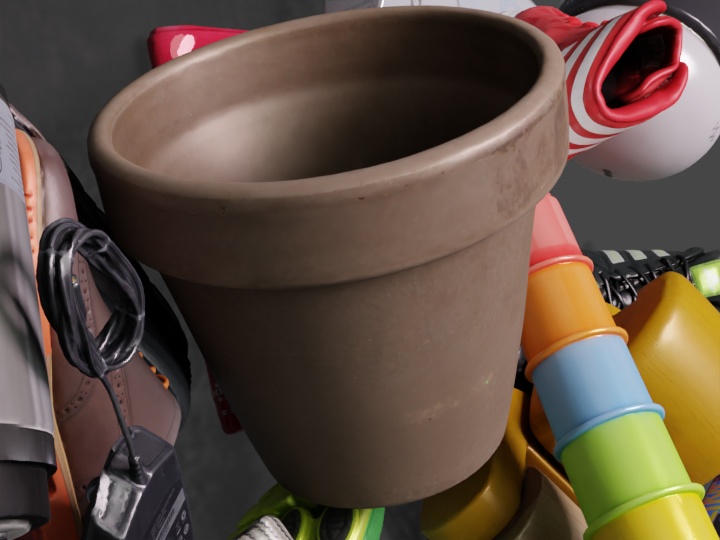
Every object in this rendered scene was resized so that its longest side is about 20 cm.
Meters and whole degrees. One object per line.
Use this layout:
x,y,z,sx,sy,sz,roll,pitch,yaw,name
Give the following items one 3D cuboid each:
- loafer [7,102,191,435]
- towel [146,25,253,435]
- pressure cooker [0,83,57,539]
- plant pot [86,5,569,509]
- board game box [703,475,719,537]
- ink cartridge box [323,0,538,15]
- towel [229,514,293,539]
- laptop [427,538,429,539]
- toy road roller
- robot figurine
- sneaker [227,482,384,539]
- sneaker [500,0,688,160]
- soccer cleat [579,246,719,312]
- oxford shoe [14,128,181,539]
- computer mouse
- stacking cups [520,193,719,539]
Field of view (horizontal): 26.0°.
-0.138,-0.012,0.651,0.201,0.072,0.063,55,23,-23,loafer
-0.032,-0.025,0.783,0.144,0.022,0.202,-4,79,-45,towel
-0.186,0.033,0.496,0.175,0.178,0.202,1,74,-47,pressure cooker
0.000,0.000,0.672,0.200,0.199,0.176,-41,128,-44,plant pot
0.267,0.210,0.976,0.200,0.056,0.166,-44,110,-44,board game box
0.044,-0.085,0.837,0.160,0.047,0.202,29,52,-47,ink cartridge box
-0.057,0.220,0.593,0.199,0.035,0.193,-31,84,-27,towel
0.103,0.255,0.757,0.116,0.198,0.188,78,31,-46,laptop
0.124,0.089,0.777,0.123,0.146,0.200,43,30,-15,toy road roller
0.178,-0.146,0.964,0.150,0.124,0.201,44,49,-21,robot figurine
-0.024,0.180,0.693,0.084,0.074,0.201,40,54,-48,sneaker
0.118,-0.099,0.796,0.079,0.115,0.200,62,26,-20,sneaker
0.170,0.012,0.928,0.199,0.081,0.068,-7,81,-46,soccer cleat
-0.114,0.039,0.614,0.072,0.071,0.202,-17,113,-36,oxford shoe
-0.091,0.061,0.541,0.059,0.034,0.201,-63,156,-45,computer mouse
0.102,0.055,0.696,0.060,0.060,0.201,3,57,-44,stacking cups
